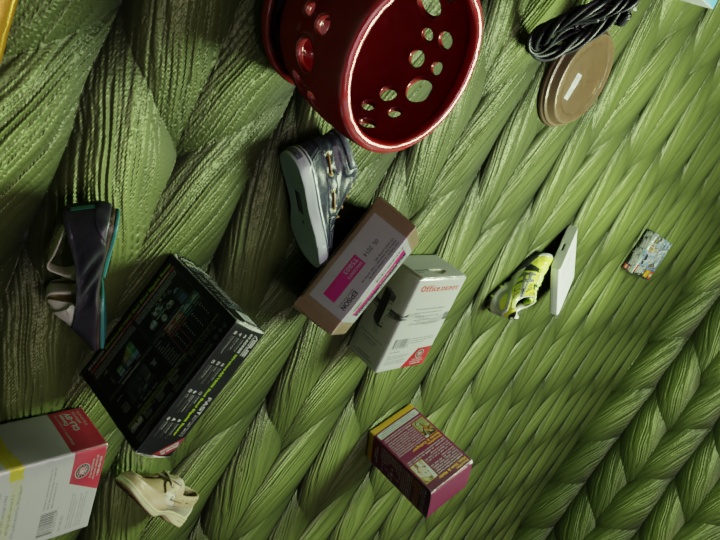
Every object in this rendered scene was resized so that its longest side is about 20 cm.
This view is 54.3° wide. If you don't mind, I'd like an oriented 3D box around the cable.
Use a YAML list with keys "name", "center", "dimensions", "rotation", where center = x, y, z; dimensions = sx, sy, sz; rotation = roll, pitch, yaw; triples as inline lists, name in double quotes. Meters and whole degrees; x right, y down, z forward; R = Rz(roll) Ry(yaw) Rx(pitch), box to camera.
- name: "cable"
  center: [0.356, -0.387, 1.108]
  dimensions: [0.200, 0.051, 0.163]
  rotation: [-22, -177, -10]

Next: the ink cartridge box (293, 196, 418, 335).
- name: "ink cartridge box"
  center: [0.000, 0.000, 1.056]
  dimensions: [0.200, 0.075, 0.165]
  rotation: [-51, 173, 1]

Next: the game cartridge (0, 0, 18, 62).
- name: "game cartridge"
  center: [-0.325, -0.262, 0.505]
  dimensions: [0.176, 0.032, 0.200]
  rotation: [3, 121, -51]

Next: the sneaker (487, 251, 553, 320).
- name: "sneaker"
  center: [0.378, 0.040, 1.598]
  dimensions: [0.200, 0.076, 0.075]
  rotation: [-44, 145, -15]

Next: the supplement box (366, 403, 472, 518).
- name: "supplement box"
  center: [0.126, 0.414, 1.544]
  dimensions: [0.131, 0.200, 0.103]
  rotation: [-26, 139, -31]

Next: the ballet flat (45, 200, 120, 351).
- name: "ballet flat"
  center: [-0.306, 0.007, 0.766]
  dimensions: [0.073, 0.073, 0.200]
  rotation: [-17, 140, -41]

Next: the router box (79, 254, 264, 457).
- name: "router box"
  center: [-0.232, 0.103, 0.859]
  dimensions: [0.200, 0.150, 0.062]
  rotation: [-52, 147, 2]

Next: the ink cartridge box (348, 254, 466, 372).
- name: "ink cartridge box"
  center: [0.085, 0.074, 1.273]
  dimensions: [0.144, 0.084, 0.200]
  rotation: [-2, 124, -48]

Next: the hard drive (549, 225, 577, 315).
- name: "hard drive"
  center: [0.493, 0.002, 1.709]
  dimensions: [0.132, 0.026, 0.200]
  rotation: [-59, 153, -26]

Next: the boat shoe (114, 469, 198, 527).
- name: "boat shoe"
  center: [-0.306, 0.336, 1.075]
  dimensions: [0.065, 0.072, 0.200]
  rotation: [-50, 150, -18]

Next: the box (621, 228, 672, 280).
- name: "box"
  center: [0.879, -0.045, 2.150]
  dimensions: [0.200, 0.040, 0.137]
  rotation: [13, 110, -54]

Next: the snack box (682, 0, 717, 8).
- name: "snack box"
  center: [0.440, -0.458, 1.078]
  dimensions: [0.116, 0.200, 0.037]
  rotation: [-3, 121, -49]

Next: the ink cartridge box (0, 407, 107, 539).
- name: "ink cartridge box"
  center: [-0.426, 0.260, 0.840]
  dimensions: [0.200, 0.083, 0.145]
  rotation: [-5, 125, -48]

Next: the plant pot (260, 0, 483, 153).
- name: "plant pot"
  center: [0.001, -0.254, 0.765]
  dimensions: [0.200, 0.182, 0.201]
  rotation: [-31, 142, -28]

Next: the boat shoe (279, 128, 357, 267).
- name: "boat shoe"
  center: [-0.046, -0.095, 0.962]
  dimensions: [0.091, 0.071, 0.201]
  rotation: [-30, 140, -23]

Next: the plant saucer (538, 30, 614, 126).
- name: "plant saucer"
  center: [0.402, -0.354, 1.292]
  dimensions: [0.200, 0.029, 0.200]
  rotation: [-31, 143, -27]
